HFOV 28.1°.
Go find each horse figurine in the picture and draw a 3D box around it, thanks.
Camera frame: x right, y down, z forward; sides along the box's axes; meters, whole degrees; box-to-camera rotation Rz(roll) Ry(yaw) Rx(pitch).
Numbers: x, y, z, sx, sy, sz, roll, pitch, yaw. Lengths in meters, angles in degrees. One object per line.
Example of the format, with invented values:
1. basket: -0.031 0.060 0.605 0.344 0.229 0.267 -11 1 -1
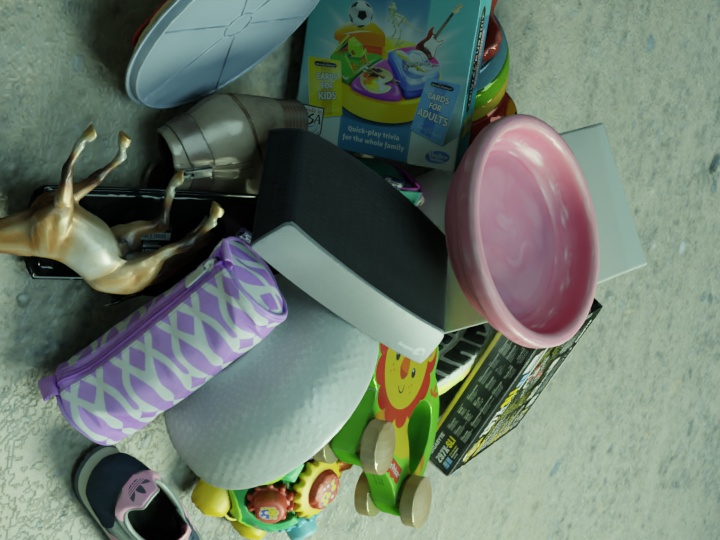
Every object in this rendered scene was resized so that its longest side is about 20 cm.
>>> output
1. horse figurine: -0.190 -0.033 1.072 0.133 0.050 0.200 -46 137 13

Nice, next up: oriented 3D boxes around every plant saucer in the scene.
1. plant saucer: 0.135 -0.032 1.243 0.200 0.051 0.202 14 72 -49

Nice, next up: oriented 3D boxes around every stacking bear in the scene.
1. stacking bear: 0.096 -0.185 1.361 0.200 0.113 0.122 65 30 -55

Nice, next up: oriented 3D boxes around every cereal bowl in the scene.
1. cereal bowl: -0.088 0.076 1.197 0.200 0.200 0.083 -53 124 -19

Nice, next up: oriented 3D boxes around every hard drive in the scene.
1. hard drive: -0.001 -0.024 1.176 0.200 0.042 0.135 36 44 -33

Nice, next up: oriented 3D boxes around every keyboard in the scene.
1. keyboard: -0.176 -0.022 1.148 0.199 0.040 0.105 2 114 -32

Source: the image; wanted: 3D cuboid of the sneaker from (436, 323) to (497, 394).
1. sneaker: 0.112 0.081 1.531 0.200 0.078 0.091 -41 144 -26

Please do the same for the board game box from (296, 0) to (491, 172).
1. board game box: 0.029 -0.198 1.233 0.047 0.150 0.201 -37 137 -68

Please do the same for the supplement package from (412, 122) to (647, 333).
1. supplement package: 0.148 -0.040 1.413 0.200 0.150 0.152 -17 89 -45

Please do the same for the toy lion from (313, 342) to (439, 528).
1. toy lion: 0.032 0.111 1.317 0.192 0.068 0.200 -69 152 -25

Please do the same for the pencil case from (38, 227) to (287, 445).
1. pencil case: -0.150 0.056 1.128 0.200 0.084 0.085 -39 145 14

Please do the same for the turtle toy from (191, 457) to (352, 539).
1. turtle toy: -0.077 0.175 1.314 0.146 0.101 0.200 -60 147 -11

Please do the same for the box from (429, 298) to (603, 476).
1. box: 0.162 0.115 1.546 0.159 0.049 0.200 -23 149 -51

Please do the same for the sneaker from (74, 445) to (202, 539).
1. sneaker: -0.173 0.232 1.248 0.070 0.082 0.200 -53 140 -20

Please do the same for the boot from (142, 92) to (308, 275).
1. boot: -0.114 -0.059 1.208 0.146 0.070 0.201 -20 128 -34

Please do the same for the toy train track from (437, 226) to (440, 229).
1. toy train track: -0.002 -0.029 1.243 0.199 0.032 0.115 4 69 -48

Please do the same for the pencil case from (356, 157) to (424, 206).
1. pencil case: 0.000 0.000 1.344 0.092 0.085 0.201 10 104 -7

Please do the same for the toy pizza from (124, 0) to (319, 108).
1. toy pizza: -0.102 -0.199 1.104 0.200 0.032 0.200 -37 170 -8
